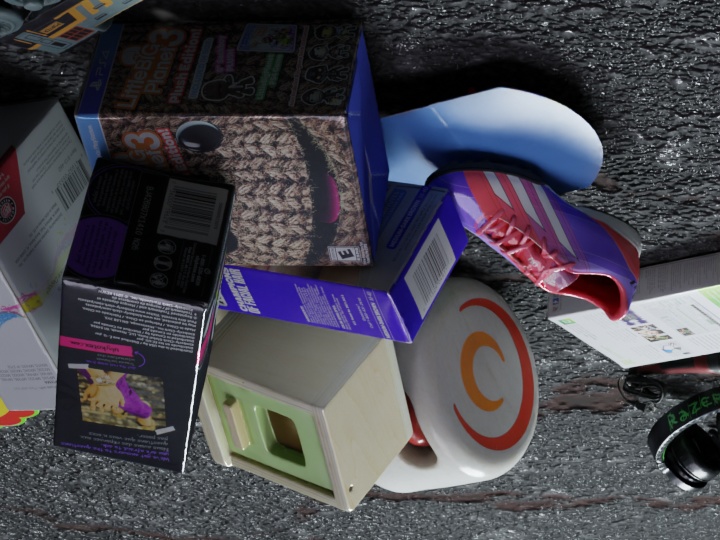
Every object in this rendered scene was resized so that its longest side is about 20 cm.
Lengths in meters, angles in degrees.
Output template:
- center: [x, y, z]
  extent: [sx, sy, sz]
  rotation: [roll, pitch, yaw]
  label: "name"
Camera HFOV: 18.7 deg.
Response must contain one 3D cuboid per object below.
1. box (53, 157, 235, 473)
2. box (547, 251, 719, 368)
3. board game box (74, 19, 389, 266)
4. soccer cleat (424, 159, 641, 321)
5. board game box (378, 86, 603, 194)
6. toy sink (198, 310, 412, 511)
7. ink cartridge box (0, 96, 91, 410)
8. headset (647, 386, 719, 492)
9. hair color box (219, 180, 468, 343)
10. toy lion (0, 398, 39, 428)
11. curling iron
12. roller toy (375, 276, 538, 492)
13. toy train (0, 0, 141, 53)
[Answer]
- center: [-0.159, 0.035, 1.591]
  extent: [0.105, 0.123, 0.201]
  rotation: [12, 139, -1]
  label: "box"
- center: [0.289, 0.036, 1.978]
  extent: [0.199, 0.037, 0.144]
  rotation: [-11, 153, 35]
  label: "box"
- center: [-0.090, -0.092, 1.602]
  extent: [0.198, 0.097, 0.160]
  rotation: [0, 138, 12]
  label: "board game box"
- center: [0.136, -0.025, 1.699]
  extent: [0.199, 0.074, 0.068]
  rotation: [22, 146, -27]
  label: "soccer cleat"
- center: [0.086, -0.103, 1.685]
  extent: [0.198, 0.039, 0.158]
  rotation: [-14, 147, 24]
  label: "board game box"
- center: [-0.073, 0.102, 1.871]
  extent: [0.199, 0.112, 0.131]
  rotation: [20, 141, 31]
  label: "toy sink"
- center: [-0.258, -0.010, 1.716]
  extent: [0.082, 0.146, 0.201]
  rotation: [-5, 125, 32]
  label: "ink cartridge box"
- center: [0.355, 0.165, 2.215]
  extent: [0.123, 0.095, 0.200]
  rotation: [-27, 146, 8]
  label: "headset"
- center: [-0.030, -0.017, 1.688]
  extent: [0.198, 0.110, 0.065]
  rotation: [8, 141, 32]
  label: "hair color box"
- center: [-0.365, 0.092, 1.857]
  extent: [0.190, 0.069, 0.200]
  rotation: [1, 157, -6]
  label: "toy lion"
- center: [0.340, 0.099, 2.107]
  extent: [0.199, 0.050, 0.025]
  rotation: [-15, 171, 30]
  label: "curling iron"
- center: [0.060, 0.105, 1.987]
  extent: [0.139, 0.184, 0.199]
  rotation: [-13, 152, 38]
  label: "roller toy"
- center: [-0.190, -0.205, 1.446]
  extent: [0.113, 0.086, 0.199]
  rotation: [8, 158, -42]
  label: "toy train"
